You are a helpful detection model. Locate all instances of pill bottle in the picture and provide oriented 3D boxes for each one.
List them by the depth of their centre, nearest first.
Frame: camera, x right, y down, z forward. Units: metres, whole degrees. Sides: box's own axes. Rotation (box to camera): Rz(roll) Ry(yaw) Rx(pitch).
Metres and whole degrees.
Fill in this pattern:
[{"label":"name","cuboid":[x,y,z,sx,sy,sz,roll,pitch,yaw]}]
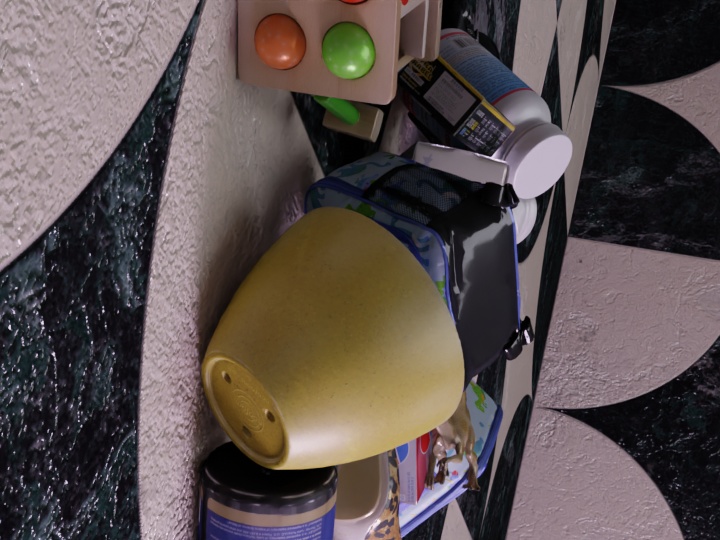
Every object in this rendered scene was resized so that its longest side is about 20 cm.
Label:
[{"label":"pill bottle","cuboid":[-0.079,0.248,1.000,0.112,0.110,0.203,-42,139,-67]},{"label":"pill bottle","cuboid":[0.137,-0.170,1.351,0.108,0.200,0.110,-26,143,-22]}]

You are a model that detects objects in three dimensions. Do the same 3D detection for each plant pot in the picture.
[{"label":"plant pot","cuboid":[-0.039,0.072,0.955,0.141,0.199,0.202,-32,136,-33]}]

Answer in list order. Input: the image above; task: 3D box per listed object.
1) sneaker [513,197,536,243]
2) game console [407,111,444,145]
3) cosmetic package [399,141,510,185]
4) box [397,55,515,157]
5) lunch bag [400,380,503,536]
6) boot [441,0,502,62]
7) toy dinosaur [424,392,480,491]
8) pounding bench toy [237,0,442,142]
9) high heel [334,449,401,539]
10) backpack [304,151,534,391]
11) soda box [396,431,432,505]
[{"label":"sneaker","cuboid":[0.136,-0.010,1.455,0.099,0.074,0.202,-7,120,-53]},{"label":"game console","cuboid":[0.104,-0.100,1.528,0.119,0.173,0.200,-43,173,14]},{"label":"cosmetic package","cuboid":[0.079,-0.071,1.289,0.200,0.102,0.088,157,-54,-83]},{"label":"box","cuboid":[0.067,-0.187,1.195,0.049,0.160,0.200,-49,167,9]},{"label":"lunch bag","cuboid":[0.071,0.226,1.429,0.200,0.082,0.161,-44,-174,29]},{"label":"boot","cuboid":[0.124,-0.293,1.536,0.200,0.065,0.167,55,25,-52]},{"label":"toy dinosaur","cuboid":[0.097,0.165,1.228,0.200,0.057,0.103,11,84,-74]},{"label":"pounding bench toy","cuboid":[-0.016,-0.177,0.952,0.156,0.123,0.203,-53,149,-60]},{"label":"high heel","cuboid":[0.022,0.244,1.202,0.142,0.071,0.203,18,84,-58]},{"label":"backpack","cuboid":[0.030,-0.003,1.069,0.146,0.199,0.185,-29,126,-25]},{"label":"soda box","cuboid":[0.033,0.128,1.221,0.063,0.069,0.203,-50,142,-60]}]
